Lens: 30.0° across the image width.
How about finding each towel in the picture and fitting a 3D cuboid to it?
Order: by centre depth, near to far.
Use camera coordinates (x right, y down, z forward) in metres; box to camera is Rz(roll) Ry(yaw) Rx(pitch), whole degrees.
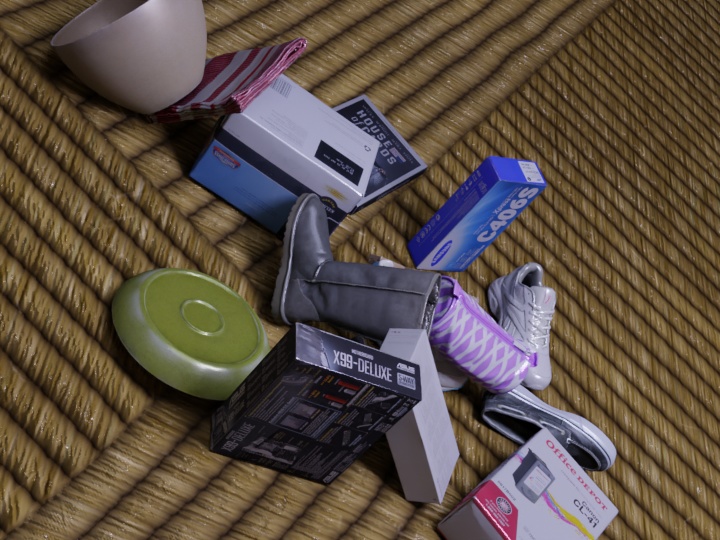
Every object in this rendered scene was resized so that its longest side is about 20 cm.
[{"bbox_3d":[-0.173,-0.241,1.698,0.144,0.198,0.023,-49,121,-32],"label":"towel"}]

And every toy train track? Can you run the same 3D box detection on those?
[{"bbox_3d":[0.084,0.024,1.808,0.199,0.114,0.033,22,85,-40],"label":"toy train track"}]

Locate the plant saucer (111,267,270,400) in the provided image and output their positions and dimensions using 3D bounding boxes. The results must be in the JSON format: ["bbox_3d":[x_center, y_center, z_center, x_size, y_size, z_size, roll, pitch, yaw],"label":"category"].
[{"bbox_3d":[-0.185,0.062,1.527,0.198,0.031,0.201,24,32,-16],"label":"plant saucer"}]

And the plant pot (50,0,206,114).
[{"bbox_3d":[-0.272,-0.279,1.695,0.135,0.198,0.201,60,31,-24],"label":"plant pot"}]

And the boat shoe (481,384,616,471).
[{"bbox_3d":[0.240,0.219,1.761,0.198,0.072,0.071,29,47,-1],"label":"boat shoe"}]

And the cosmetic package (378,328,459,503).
[{"bbox_3d":[0.062,0.170,1.553,0.083,0.050,0.202,-63,146,-47],"label":"cosmetic package"}]

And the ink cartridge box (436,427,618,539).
[{"bbox_3d":[0.205,0.303,1.627,0.148,0.086,0.199,49,40,8],"label":"ink cartridge box"}]

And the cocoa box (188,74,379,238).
[{"bbox_3d":[-0.097,-0.144,1.741,0.199,0.131,0.134,33,37,-12],"label":"cocoa box"}]

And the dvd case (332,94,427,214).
[{"bbox_3d":[-0.003,-0.171,1.937,0.151,0.025,0.199,49,39,7],"label":"dvd case"}]

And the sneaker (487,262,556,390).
[{"bbox_3d":[0.234,0.069,1.858,0.077,0.099,0.202,15,45,-30],"label":"sneaker"}]

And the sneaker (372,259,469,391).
[{"bbox_3d":[0.070,0.074,1.726,0.200,0.081,0.077,43,36,-7],"label":"sneaker"}]

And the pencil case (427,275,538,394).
[{"bbox_3d":[0.141,0.083,1.686,0.199,0.085,0.085,36,51,-40],"label":"pencil case"}]

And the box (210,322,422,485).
[{"bbox_3d":[-0.051,0.150,1.453,0.156,0.200,0.050,20,46,-24],"label":"box"}]

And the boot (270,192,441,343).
[{"bbox_3d":[0.001,0.000,1.622,0.072,0.197,0.185,28,68,-61],"label":"boot"}]

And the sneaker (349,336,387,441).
[{"bbox_3d":[0.018,0.141,1.590,0.198,0.115,0.077,9,39,-39],"label":"sneaker"}]

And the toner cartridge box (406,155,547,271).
[{"bbox_3d":[0.158,-0.075,1.845,0.094,0.200,0.044,3,52,-38],"label":"toner cartridge box"}]
